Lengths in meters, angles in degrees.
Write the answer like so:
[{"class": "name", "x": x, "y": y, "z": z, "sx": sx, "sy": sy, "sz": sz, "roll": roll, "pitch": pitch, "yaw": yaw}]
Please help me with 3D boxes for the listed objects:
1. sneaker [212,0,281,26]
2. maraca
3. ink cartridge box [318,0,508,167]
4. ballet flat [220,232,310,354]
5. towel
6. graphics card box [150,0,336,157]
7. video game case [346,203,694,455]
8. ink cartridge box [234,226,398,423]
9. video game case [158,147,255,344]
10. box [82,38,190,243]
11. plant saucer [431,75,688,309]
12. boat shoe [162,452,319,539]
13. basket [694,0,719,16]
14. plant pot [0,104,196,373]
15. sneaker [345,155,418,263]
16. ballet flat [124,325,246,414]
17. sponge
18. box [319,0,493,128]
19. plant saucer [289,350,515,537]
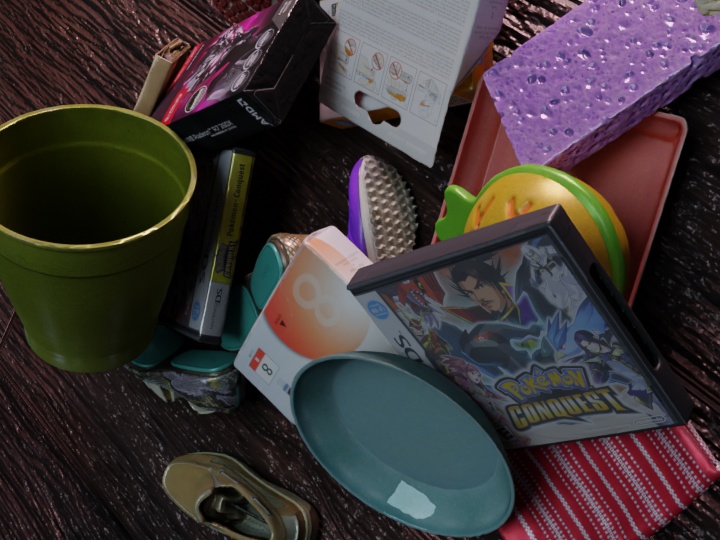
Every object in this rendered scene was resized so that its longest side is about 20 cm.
[{"class": "sneaker", "x": -0.071, "y": -0.292, "z": 1.164, "sx": 0.199, "sy": 0.078, "sz": 0.083, "roll": -19, "pitch": 34, "yaw": 46}, {"class": "maraca", "x": 0.123, "y": -0.011, "z": 0.893, "sx": 0.199, "sy": 0.106, "sz": 0.139, "roll": 2, "pitch": 105, "yaw": 56}, {"class": "ink cartridge box", "x": 0.048, "y": -0.214, "z": 1.029, "sx": 0.162, "sy": 0.050, "sz": 0.202, "roll": 34, "pitch": 122, "yaw": 37}, {"class": "ballet flat", "x": -0.080, "y": 0.025, "z": 1.118, "sx": 0.200, "sy": 0.065, "sz": 0.071, "roll": -44, "pitch": 62, "yaw": 57}, {"class": "towel", "x": 0.167, "y": 0.152, "z": 0.905, "sx": 0.200, "sy": 0.022, "sz": 0.145, "roll": -51, "pitch": 61, "yaw": 35}, {"class": "graphics card box", "x": -0.118, "y": -0.175, "z": 1.101, "sx": 0.199, "sy": 0.051, "sz": 0.126, "roll": -9, "pitch": 47, "yaw": 51}, {"class": "video game case", "x": 0.109, "y": 0.052, "z": 0.846, "sx": 0.199, "sy": 0.026, "sz": 0.181, "roll": -17, "pitch": 117, "yaw": 46}, {"class": "ink cartridge box", "x": -0.001, "y": 0.089, "z": 0.990, "sx": 0.200, "sy": 0.050, "sz": 0.163, "roll": 45, "pitch": 129, "yaw": 15}, {"class": "video game case", "x": -0.170, "y": -0.033, "z": 1.181, "sx": 0.199, "sy": 0.025, "sz": 0.184, "roll": 13, "pitch": 93, "yaw": 61}, {"class": "box", "x": -0.233, "y": -0.140, "z": 1.235, "sx": 0.164, "sy": 0.021, "sz": 0.202, "roll": -96, "pitch": 31, "yaw": -74}, {"class": "plant saucer", "x": 0.156, "y": -0.043, "z": 0.958, "sx": 0.198, "sy": 0.036, "sz": 0.203, "roll": 21, "pitch": 99, "yaw": 39}, {"class": "boat shoe", "x": -0.132, "y": 0.220, "z": 1.136, "sx": 0.198, "sy": 0.076, "sz": 0.073, "roll": 9, "pitch": 90, "yaw": 40}, {"class": "basket", "x": 0.304, "y": -0.286, "z": 0.743, "sx": 0.198, "sy": 0.199, "sz": 0.162, "roll": -5, "pitch": 125, "yaw": 38}, {"class": "plant pot", "x": -0.254, "y": -0.016, "z": 1.095, "sx": 0.200, "sy": 0.199, "sz": 0.195, "roll": 46, "pitch": 143, "yaw": 33}, {"class": "sneaker", "x": 0.000, "y": 0.000, "z": 1.060, "sx": 0.099, "sy": 0.069, "sz": 0.203, "roll": -18, "pitch": 72, "yaw": 39}, {"class": "ballet flat", "x": -0.185, "y": 0.107, "z": 1.202, "sx": 0.199, "sy": 0.071, "sz": 0.073, "roll": 12, "pitch": 92, "yaw": 46}, {"class": "sponge", "x": 0.196, "y": -0.163, "z": 0.910, "sx": 0.199, "sy": 0.030, "sz": 0.113, "roll": -34, "pitch": 53, "yaw": 20}, {"class": "box", "x": 0.030, "y": -0.202, "z": 1.082, "sx": 0.198, "sy": 0.041, "sz": 0.121, "roll": -6, "pitch": 80, "yaw": 37}, {"class": "plant saucer", "x": 0.037, "y": 0.130, "z": 0.932, "sx": 0.198, "sy": 0.201, "sz": 0.036, "roll": 0, "pitch": 39, "yaw": 39}]
